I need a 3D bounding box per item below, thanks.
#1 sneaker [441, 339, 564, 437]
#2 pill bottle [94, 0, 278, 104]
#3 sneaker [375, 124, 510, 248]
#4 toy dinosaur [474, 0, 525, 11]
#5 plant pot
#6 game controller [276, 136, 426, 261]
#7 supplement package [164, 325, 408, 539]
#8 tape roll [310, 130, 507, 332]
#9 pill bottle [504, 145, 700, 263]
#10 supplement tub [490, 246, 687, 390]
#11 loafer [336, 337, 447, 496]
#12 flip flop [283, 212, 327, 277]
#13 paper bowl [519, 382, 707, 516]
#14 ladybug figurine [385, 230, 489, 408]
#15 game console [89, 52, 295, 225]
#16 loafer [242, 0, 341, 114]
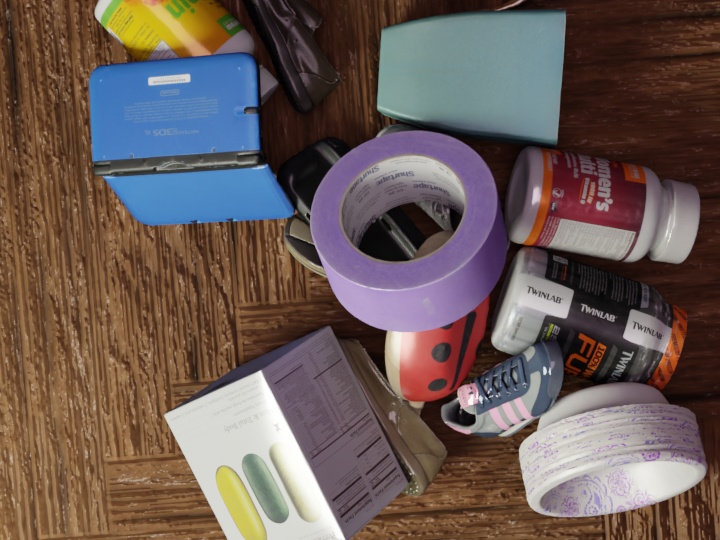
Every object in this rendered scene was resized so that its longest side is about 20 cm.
[{"bbox_3d":[0.154,0.134,1.644,0.081,0.200,0.071,3,60,-19],"label":"sneaker"},{"bbox_3d":[-0.187,-0.250,1.664,0.111,0.111,0.200,-45,93,2],"label":"pill bottle"},{"bbox_3d":[0.098,-0.091,1.690,0.200,0.082,0.075,42,92,-2],"label":"sneaker"},{"bbox_3d":[0.218,-0.352,1.700,0.106,0.060,0.201,26,89,24],"label":"toy dinosaur"},{"bbox_3d":[0.121,-0.215,1.659,0.198,0.141,0.143,4,93,5],"label":"plant pot"},{"bbox_3d":[-0.005,-0.058,1.683,0.104,0.042,0.200,-36,81,-25],"label":"game controller"},{"bbox_3d":[-0.079,0.196,1.643,0.151,0.150,0.201,-25,93,33],"label":"supplement package"},{"bbox_3d":[0.051,-0.042,1.577,0.198,0.085,0.201,-7,55,10],"label":"tape roll"},{"bbox_3d":[0.268,-0.069,1.675,0.198,0.110,0.111,9,93,-9],"label":"pill bottle"},{"bbox_3d":[0.254,0.058,1.680,0.198,0.123,0.124,18,93,-1],"label":"supplement tub"},{"bbox_3d":[0.028,0.159,1.711,0.067,0.076,0.201,-28,85,-33],"label":"loafer"},{"bbox_3d":[0.000,0.000,1.705,0.199,0.058,0.082,24,51,-15],"label":"flip flop"},{"bbox_3d":[0.273,0.193,1.655,0.199,0.201,0.105,-8,66,0],"label":"paper bowl"},{"bbox_3d":[0.090,0.059,1.651,0.072,0.135,0.202,22,109,37],"label":"ladybug figurine"},{"bbox_3d":[-0.182,-0.140,1.647,0.198,0.118,0.173,-2,90,18],"label":"game console"},{"bbox_3d":[-0.080,-0.279,1.691,0.071,0.073,0.201,-24,98,-9],"label":"loafer"}]
